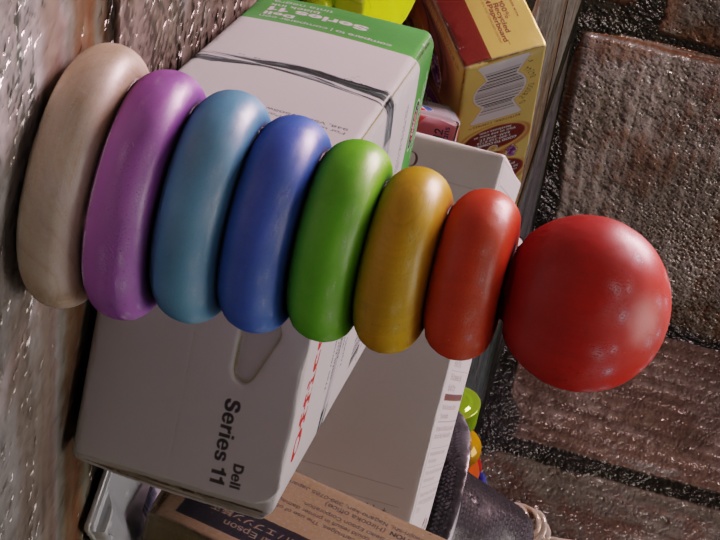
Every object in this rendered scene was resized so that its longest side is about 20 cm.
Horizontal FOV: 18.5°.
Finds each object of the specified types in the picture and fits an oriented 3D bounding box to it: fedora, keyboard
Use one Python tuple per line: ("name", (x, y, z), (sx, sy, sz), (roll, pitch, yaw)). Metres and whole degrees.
("fedora", (0.035, 0.181, 1.251), (0.201, 0.091, 0.201), (-54, -161, 27))
("keyboard", (-0.097, 0.109, 0.978), (0.200, 0.011, 0.057), (85, 15, -71))

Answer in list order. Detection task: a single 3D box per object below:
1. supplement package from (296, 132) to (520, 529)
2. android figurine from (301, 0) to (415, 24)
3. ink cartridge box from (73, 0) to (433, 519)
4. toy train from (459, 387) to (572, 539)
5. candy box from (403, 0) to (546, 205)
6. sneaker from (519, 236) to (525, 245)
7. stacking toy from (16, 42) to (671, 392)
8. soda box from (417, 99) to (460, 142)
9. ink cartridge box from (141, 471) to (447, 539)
("supplement package", (-0.002, 0.029, 1.117), (0.117, 0.116, 0.201), (24, 80, -82))
("android figurine", (0.024, -0.192, 1.074), (0.201, 0.041, 0.182), (-61, 169, -7))
("ink cartridge box", (-0.037, -0.014, 0.875), (0.200, 0.083, 0.147), (-59, 163, -70))
("toy train", (0.071, 0.134, 1.612), (0.085, 0.199, 0.116), (-66, 164, -51))
("candy box", (0.058, -0.114, 1.337), (0.200, 0.056, 0.117), (91, -20, -59))
("sneaker", (0.064, -0.006, 1.588), (0.201, 0.115, 0.076), (-59, 163, -65))
("stacking toy", (-0.002, -0.006, 0.690), (0.085, 0.199, 0.086), (15, 90, -83))
("soda box", (0.000, 0.000, 1.253), (0.063, 0.070, 0.201), (-82, -175, -79))
("ink cartridge box", (-0.029, 0.197, 0.990), (0.075, 0.164, 0.201), (-52, 161, -57))
